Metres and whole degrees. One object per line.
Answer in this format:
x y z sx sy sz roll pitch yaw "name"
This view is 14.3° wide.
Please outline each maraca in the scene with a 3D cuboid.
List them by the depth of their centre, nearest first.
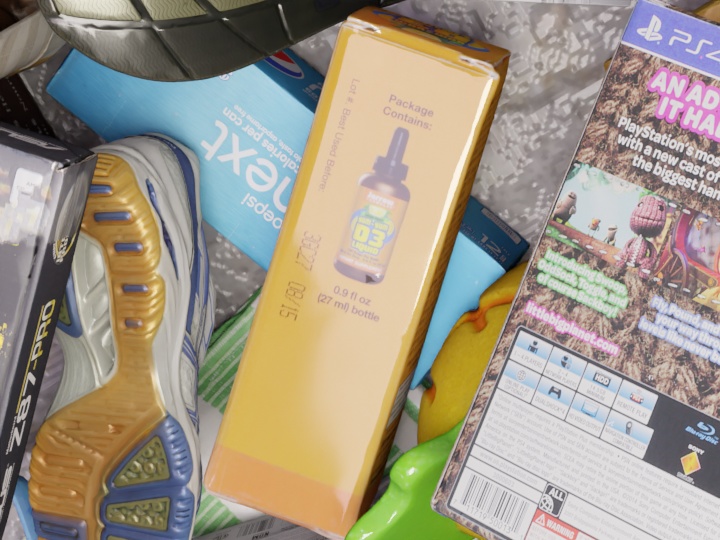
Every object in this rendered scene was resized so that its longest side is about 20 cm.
0.070 0.061 1.139 0.200 0.137 0.107 -37 63 -21 "maraca"

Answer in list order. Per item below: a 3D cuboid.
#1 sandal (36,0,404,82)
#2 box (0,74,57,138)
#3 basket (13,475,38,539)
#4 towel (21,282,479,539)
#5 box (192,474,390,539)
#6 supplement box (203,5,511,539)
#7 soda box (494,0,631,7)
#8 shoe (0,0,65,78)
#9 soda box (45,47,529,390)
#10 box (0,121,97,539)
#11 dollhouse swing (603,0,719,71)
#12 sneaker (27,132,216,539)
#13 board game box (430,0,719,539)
-0.042 -0.127 1.162 0.200 0.057 0.080 -14 110 -28 "sandal"
-0.231 -0.024 1.182 0.165 0.200 0.165 -30 93 16 "box"
-0.177 0.208 1.226 0.200 0.139 0.177 -40 62 24 "basket"
-0.043 0.113 1.256 0.152 0.023 0.200 42 105 2 "towel"
0.002 0.200 1.226 0.116 0.060 0.201 -18 104 12 "box"
0.000 0.000 1.139 0.066 0.069 0.201 20 105 7 "supplement box"
0.013 -0.143 1.118 0.199 0.063 0.069 0 103 -31 "soda box"
-0.142 -0.114 1.147 0.053 0.200 0.070 -34 102 28 "shoe"
-0.030 -0.043 1.204 0.200 0.064 0.068 39 106 4 "soda box"
-0.210 0.005 1.054 0.199 0.049 0.162 19 101 9 "box"
0.199 -0.022 1.100 0.181 0.176 0.201 -29 94 15 "dollhouse swing"
-0.085 0.042 1.168 0.075 0.088 0.201 11 112 18 "sneaker"
0.143 0.028 1.002 0.159 0.097 0.201 26 95 40 "board game box"
